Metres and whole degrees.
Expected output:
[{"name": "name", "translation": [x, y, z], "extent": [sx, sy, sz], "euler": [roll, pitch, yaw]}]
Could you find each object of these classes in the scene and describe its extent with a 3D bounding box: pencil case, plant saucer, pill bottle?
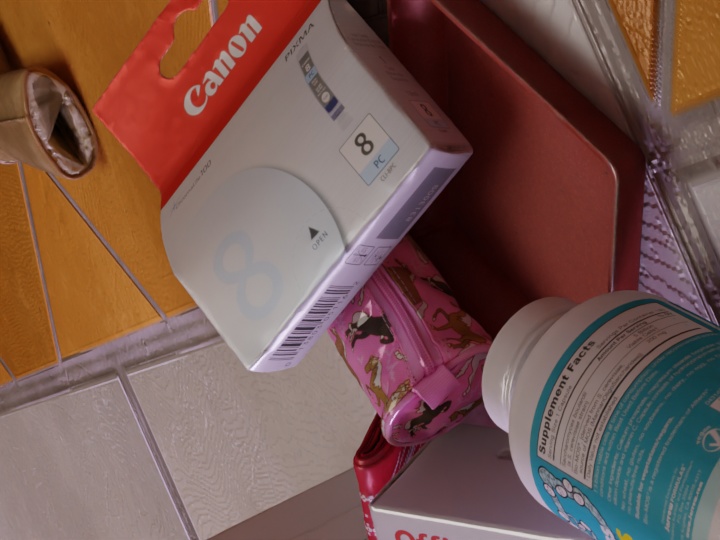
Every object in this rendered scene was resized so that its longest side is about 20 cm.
[{"name": "pencil case", "translation": [0.000, 0.000, 1.236], "extent": [0.083, 0.086, 0.200], "euler": [-50, 61, 32]}, {"name": "plant saucer", "translation": [0.082, -0.036, 1.158], "extent": [0.200, 0.037, 0.201], "euler": [48, 153, 39]}, {"name": "pill bottle", "translation": [0.141, 0.077, 1.007], "extent": [0.200, 0.110, 0.111], "euler": [30, 140, 49]}]

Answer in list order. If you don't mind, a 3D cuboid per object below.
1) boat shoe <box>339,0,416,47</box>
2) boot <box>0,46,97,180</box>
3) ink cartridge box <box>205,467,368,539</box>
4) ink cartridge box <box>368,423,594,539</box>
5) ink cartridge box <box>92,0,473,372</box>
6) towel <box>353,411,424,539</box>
[{"name": "boat shoe", "translation": [-0.019, -0.117, 1.274], "extent": [0.057, 0.067, 0.200], "euler": [67, 157, 9]}, {"name": "boot", "translation": [-0.297, -0.160, 1.918], "extent": [0.176, 0.066, 0.200], "euler": [59, 163, -17]}, {"name": "ink cartridge box", "translation": [-0.029, 0.265, 1.603], "extent": [0.146, 0.146, 0.200], "euler": [55, 158, 27]}, {"name": "ink cartridge box", "translation": [0.100, 0.194, 1.225], "extent": [0.145, 0.084, 0.201], "euler": [4, 121, 36]}, {"name": "ink cartridge box", "translation": [-0.056, -0.074, 1.192], "extent": [0.200, 0.047, 0.160], "euler": [50, 116, 22]}, {"name": "towel", "translation": [0.039, 0.148, 1.358], "extent": [0.022, 0.145, 0.201], "euler": [2, 124, 20]}]
